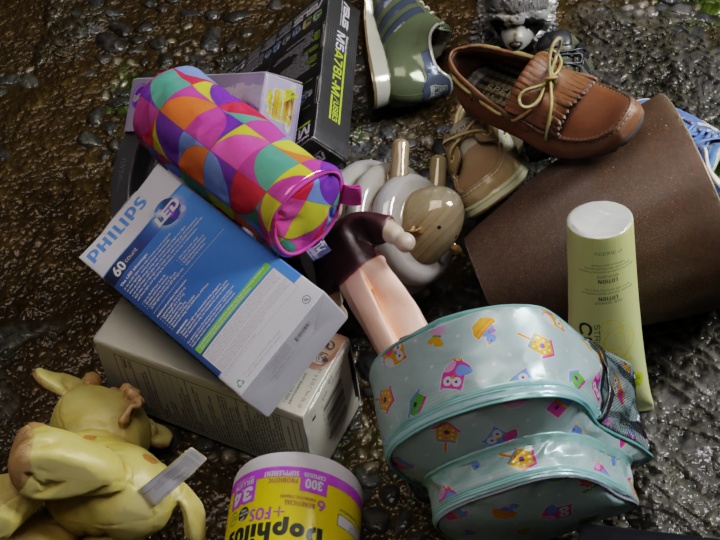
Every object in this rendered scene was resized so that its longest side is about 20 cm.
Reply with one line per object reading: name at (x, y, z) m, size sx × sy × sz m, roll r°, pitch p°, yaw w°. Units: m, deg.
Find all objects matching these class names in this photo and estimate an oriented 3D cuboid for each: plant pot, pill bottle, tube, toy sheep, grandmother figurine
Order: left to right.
pill bottle at (-0.056, 0.244, 1.122) m, size 0.104 × 0.104 × 0.201 m, roll -1°, pitch 52°, yaw 8°
grandmother figurine at (0.000, 0.000, 1.215) m, size 0.060 × 0.121 × 0.200 m, roll -14°, pitch 67°, yaw -56°
toy sheep at (0.010, -0.036, 1.315) m, size 0.199 × 0.138 × 0.138 m, roll -13°, pitch 40°, yaw 45°
plant pot at (0.195, -0.024, 1.266) m, size 0.199 × 0.187 × 0.188 m, roll -22°, pitch 51°, yaw 6°
tube at (0.194, 0.041, 1.190) m, size 0.058 × 0.201 × 0.052 m, roll 20°, pitch 44°, yaw 33°

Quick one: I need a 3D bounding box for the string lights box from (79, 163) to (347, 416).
string lights box at (-0.119, 0.013, 1.194) m, size 0.200 × 0.059 × 0.103 m, roll 37°, pitch 85°, yaw 29°

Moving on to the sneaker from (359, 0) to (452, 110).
sneaker at (0.047, -0.240, 1.518) m, size 0.089 × 0.067 × 0.201 m, roll -2°, pitch 52°, yaw -3°

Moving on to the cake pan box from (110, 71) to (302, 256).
cake pan box at (-0.143, -0.079, 1.324) m, size 0.199 × 0.052 × 0.185 m, roll 7°, pitch 84°, yaw 45°

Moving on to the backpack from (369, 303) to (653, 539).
backpack at (0.106, 0.117, 1.114) m, size 0.175 × 0.200 × 0.154 m, roll -23°, pitch 48°, yaw 25°

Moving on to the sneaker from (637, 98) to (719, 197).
sneaker at (0.316, -0.103, 1.360) m, size 0.076 × 0.077 × 0.200 m, roll -34°, pitch 54°, yaw -16°

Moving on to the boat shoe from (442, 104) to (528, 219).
boat shoe at (0.104, -0.106, 1.345) m, size 0.074 × 0.066 × 0.200 m, roll -34°, pitch 15°, yaw 15°

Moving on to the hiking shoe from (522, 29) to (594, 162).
hiking shoe at (0.175, -0.162, 1.361) m, size 0.075 × 0.101 × 0.200 m, roll -17°, pitch 12°, yaw 15°

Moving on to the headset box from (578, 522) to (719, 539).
headset box at (0.244, 0.285, 1.055) m, size 0.199 × 0.093 × 0.175 m, roll 6°, pitch 54°, yaw 12°

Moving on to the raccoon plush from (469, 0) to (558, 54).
raccoon plush at (0.141, -0.279, 1.485) m, size 0.096 × 0.134 × 0.201 m, roll -16°, pitch 52°, yaw -3°

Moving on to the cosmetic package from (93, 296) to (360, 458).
cosmetic package at (-0.109, 0.084, 1.257) m, size 0.199 × 0.104 × 0.087 m, roll 18°, pitch 57°, yaw 19°

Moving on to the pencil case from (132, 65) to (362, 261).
pencil case at (-0.095, -0.087, 1.197) m, size 0.088 × 0.089 × 0.200 m, roll -39°, pitch 56°, yaw -21°

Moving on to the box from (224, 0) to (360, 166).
box at (-0.085, -0.135, 1.389) m, size 0.200 × 0.047 × 0.194 m, roll -33°, pitch 41°, yaw 36°

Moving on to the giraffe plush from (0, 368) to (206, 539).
giraffe plush at (-0.219, 0.155, 1.199) m, size 0.199 × 0.173 × 0.162 m, roll -27°, pitch 31°, yaw 0°

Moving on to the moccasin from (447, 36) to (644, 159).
moccasin at (0.148, -0.147, 1.239) m, size 0.074 × 0.078 × 0.201 m, roll -48°, pitch 42°, yaw -7°
